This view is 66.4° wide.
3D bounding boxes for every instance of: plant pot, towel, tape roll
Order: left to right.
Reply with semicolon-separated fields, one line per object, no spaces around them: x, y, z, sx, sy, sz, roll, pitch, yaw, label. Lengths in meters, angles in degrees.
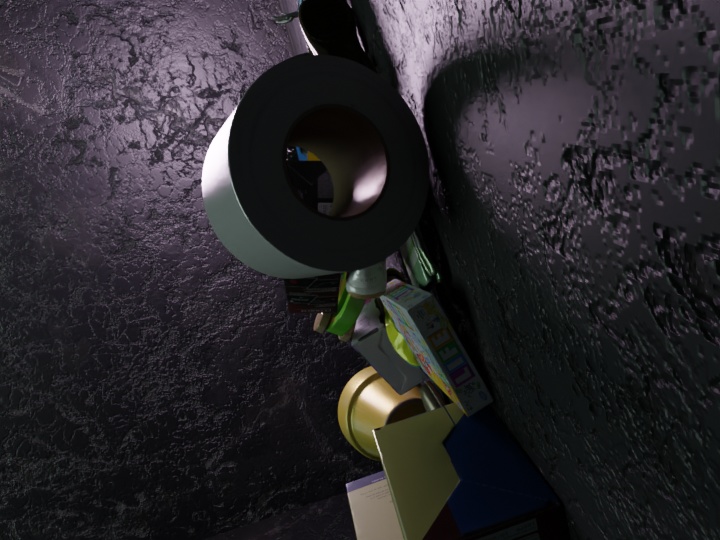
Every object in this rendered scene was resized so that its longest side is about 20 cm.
-0.049;-0.094;0.560;0.139;0.202;0.204;-6;102;64;tape roll
0.072;0.312;1.148;0.189;0.200;0.202;-178;70;-71;plant pot
0.054;-0.070;0.696;0.153;0.023;0.201;89;163;-81;towel

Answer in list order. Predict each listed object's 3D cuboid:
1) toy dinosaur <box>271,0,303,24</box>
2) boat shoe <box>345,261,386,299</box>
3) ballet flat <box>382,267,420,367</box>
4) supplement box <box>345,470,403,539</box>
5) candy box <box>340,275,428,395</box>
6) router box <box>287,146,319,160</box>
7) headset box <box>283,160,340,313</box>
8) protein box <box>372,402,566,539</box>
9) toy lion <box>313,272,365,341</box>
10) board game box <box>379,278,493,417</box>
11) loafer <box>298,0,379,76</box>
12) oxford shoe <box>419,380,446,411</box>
-0.070;-0.392;0.778;0.182;0.105;0.200;53;166;-5;toy dinosaur
0.007;-0.048;0.751;0.200;0.070;0.070;-97;4;-53;boat shoe
0.071;0.069;0.919;0.200;0.066;0.067;-109;13;-49;ballet flat
0.103;0.389;0.779;0.200;0.199;0.135;-117;9;-66;supplement box
0.040;0.107;1.051;0.168;0.071;0.200;50;-167;-34;candy box
-0.054;-0.210;0.847;0.051;0.149;0.200;29;-152;-40;router box
-0.066;-0.034;0.756;0.200;0.075;0.149;100;169;-68;headset box
0.115;0.278;0.566;0.199;0.134;0.201;-120;14;-73;protein box
0.000;0.000;0.905;0.192;0.068;0.201;135;154;-62;toy lion
0.081;0.083;0.670;0.135;0.034;0.200;60;176;-7;board game box
-0.032;-0.280;0.723;0.068;0.076;0.201;94;160;-64;loafer
0.129;0.290;0.930;0.070;0.074;0.201;80;173;-73;oxford shoe
